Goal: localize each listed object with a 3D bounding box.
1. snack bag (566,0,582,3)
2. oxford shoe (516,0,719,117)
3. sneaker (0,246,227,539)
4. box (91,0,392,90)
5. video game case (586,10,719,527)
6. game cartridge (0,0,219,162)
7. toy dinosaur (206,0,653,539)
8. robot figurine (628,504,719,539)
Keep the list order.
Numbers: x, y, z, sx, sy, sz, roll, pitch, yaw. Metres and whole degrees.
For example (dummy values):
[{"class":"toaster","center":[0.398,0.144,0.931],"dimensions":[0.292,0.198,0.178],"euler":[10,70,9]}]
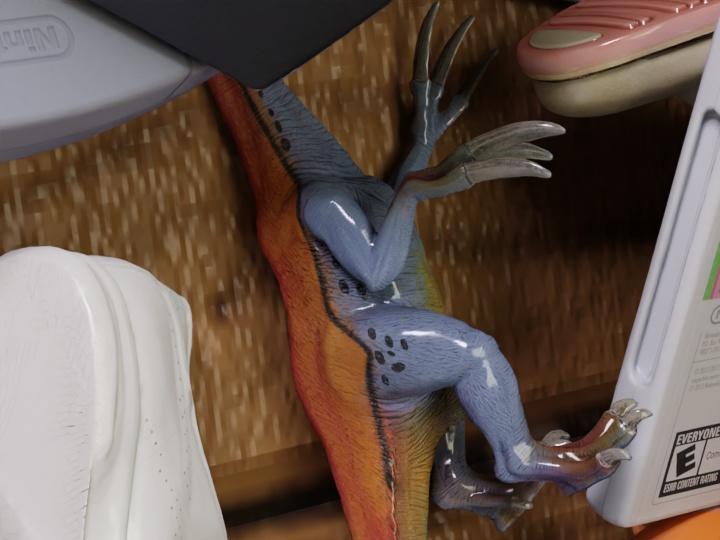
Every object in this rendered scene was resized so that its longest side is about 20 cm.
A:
[{"class":"snack bag","center":[0.085,-0.182,0.841],"dimensions":[0.199,0.021,0.190],"euler":[3,86,-39]},{"class":"oxford shoe","center":[0.139,-0.064,0.799],"dimensions":[0.199,0.071,0.074],"euler":[-12,105,-28]},{"class":"sneaker","center":[-0.070,0.097,0.678],"dimensions":[0.088,0.075,0.201],"euler":[10,85,-60]},{"class":"box","center":[-0.057,-0.187,0.621],"dimensions":[0.199,0.123,0.199],"euler":[28,56,-25]},{"class":"video game case","center":[0.165,-0.016,0.794],"dimensions":[0.199,0.022,0.183],"euler":[-8,120,-42]},{"class":"game cartridge","center":[-0.117,-0.092,0.640],"dimensions":[0.199,0.040,0.134],"euler":[-12,74,-38]},{"class":"toy dinosaur","center":[0.000,0.000,0.727],"dimensions":[0.181,0.105,0.200],"euler":[40,75,-8]},{"class":"robot figurine","center":[0.141,0.150,0.775],"dimensions":[0.144,0.200,0.116],"euler":[-61,149,3]}]
